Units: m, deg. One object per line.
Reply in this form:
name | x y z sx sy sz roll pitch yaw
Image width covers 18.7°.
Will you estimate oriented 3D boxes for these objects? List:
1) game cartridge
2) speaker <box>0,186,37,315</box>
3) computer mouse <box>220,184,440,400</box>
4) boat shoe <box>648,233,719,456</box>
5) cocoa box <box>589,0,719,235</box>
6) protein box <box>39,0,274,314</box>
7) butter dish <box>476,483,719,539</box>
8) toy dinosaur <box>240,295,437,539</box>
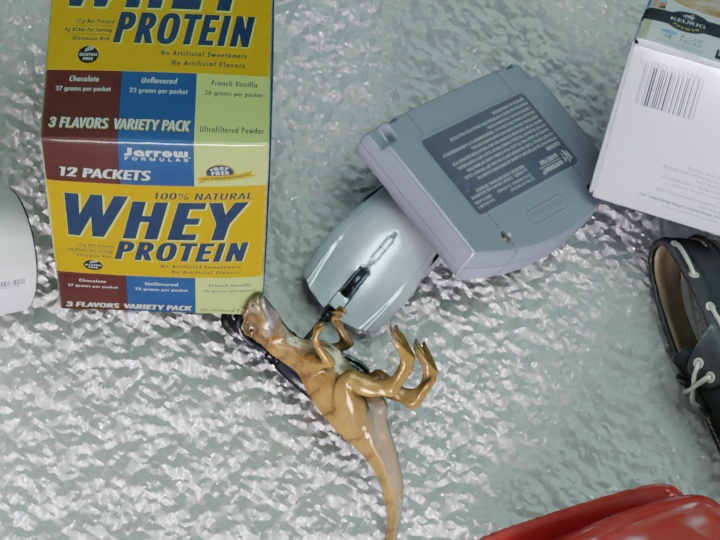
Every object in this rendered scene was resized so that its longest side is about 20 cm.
game cartridge | 0.096 -0.068 1.543 0.133 0.041 0.199 49 40 12
speaker | -0.302 0.003 1.326 0.198 0.081 0.082 -10 67 -28
computer mouse | 0.000 0.000 1.483 0.109 0.044 0.200 38 54 1
boat shoe | 0.247 0.061 1.540 0.060 0.074 0.202 6 57 -20
cocoa box | 0.281 -0.107 1.555 0.198 0.134 0.131 17 34 8
protein box | -0.122 -0.107 1.376 0.133 0.201 0.200 1 60 -3
butter dish | 0.192 0.220 1.379 0.198 0.148 0.201 -13 68 -30
toy dinosaur | 0.001 0.090 1.409 0.201 0.106 0.060 56 13 0
